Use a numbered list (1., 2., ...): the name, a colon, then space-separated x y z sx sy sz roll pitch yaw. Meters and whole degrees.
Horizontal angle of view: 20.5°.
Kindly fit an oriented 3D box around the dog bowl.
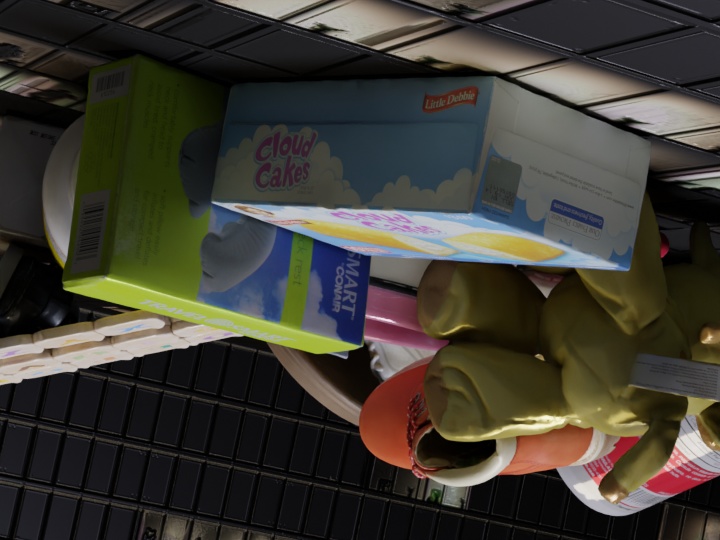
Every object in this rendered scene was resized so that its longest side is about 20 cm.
1. dog bowl: 0.000 0.000 1.266 0.199 0.074 0.200 12 173 2

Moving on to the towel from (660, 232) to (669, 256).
1. towel: 0.076 -0.036 1.238 0.199 0.023 0.144 16 172 -30

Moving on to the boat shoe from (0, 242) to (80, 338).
1. boat shoe: -0.231 0.028 1.416 0.066 0.075 0.199 26 163 -5

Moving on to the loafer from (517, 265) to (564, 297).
1. loafer: 0.138 0.029 1.358 0.075 0.069 0.200 -5 -178 2

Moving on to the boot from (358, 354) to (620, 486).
1. boot: 0.050 0.094 1.220 0.107 0.076 0.199 -13 -176 -41

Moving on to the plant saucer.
1. plant saucer: -0.020 0.054 1.616 0.200 0.029 0.200 39 -157 -20

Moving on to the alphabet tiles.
1. alphabet tiles: -0.177 0.052 1.323 0.198 0.015 0.196 -12 173 2

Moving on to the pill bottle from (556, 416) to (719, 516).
1. pill bottle: 0.227 0.082 1.340 0.112 0.113 0.200 17 145 -40

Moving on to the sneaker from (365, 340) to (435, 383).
1. sneaker: 0.027 0.046 1.575 0.200 0.081 0.075 40 176 10

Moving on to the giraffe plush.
1. giraffe plush: 0.150 0.031 1.117 0.199 0.174 0.162 28 -165 30

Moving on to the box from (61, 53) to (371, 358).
1. box: -0.062 -0.029 1.081 0.199 0.123 0.047 16 164 -40

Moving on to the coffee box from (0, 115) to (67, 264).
1. coffee box: -0.208 -0.047 1.412 0.114 0.080 0.200 14 174 -9

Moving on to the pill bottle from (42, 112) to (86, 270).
1. pill bottle: -0.135 -0.041 1.188 0.108 0.110 0.200 13 174 -8

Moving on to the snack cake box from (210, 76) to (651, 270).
1. snack cake box: 0.031 -0.048 0.995 0.115 0.068 0.199 16 173 -40
